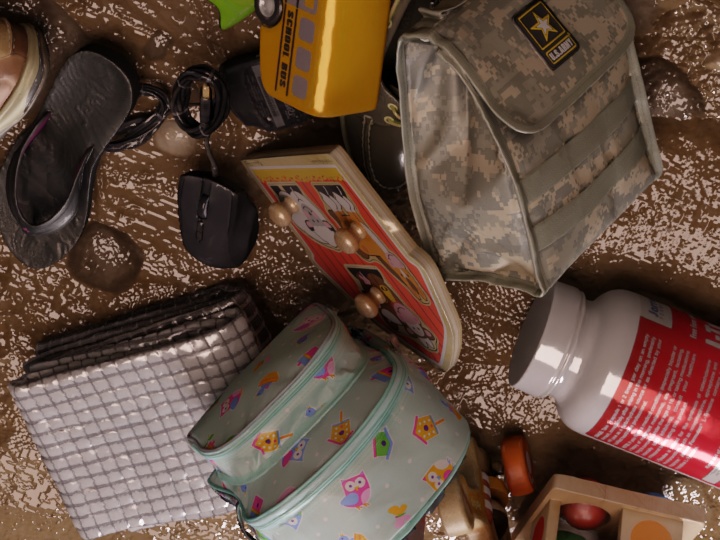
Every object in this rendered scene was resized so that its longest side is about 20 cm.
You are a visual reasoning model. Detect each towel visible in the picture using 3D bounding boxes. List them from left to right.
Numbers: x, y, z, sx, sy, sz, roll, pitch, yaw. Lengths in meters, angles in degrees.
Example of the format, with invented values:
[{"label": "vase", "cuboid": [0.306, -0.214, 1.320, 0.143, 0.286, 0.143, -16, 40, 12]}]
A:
[{"label": "towel", "cuboid": [-0.149, 0.110, 1.801, 0.199, 0.086, 0.166, -16, 119, 12]}]

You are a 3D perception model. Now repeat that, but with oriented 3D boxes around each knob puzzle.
[{"label": "knob puzzle", "cuboid": [0.000, 0.000, 1.668, 0.030, 0.219, 0.220, -43, 114, -17]}]

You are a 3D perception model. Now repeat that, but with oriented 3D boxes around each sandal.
[{"label": "sandal", "cuboid": [-0.224, -0.078, 1.706, 0.075, 0.048, 0.201, 31, 125, 4]}]

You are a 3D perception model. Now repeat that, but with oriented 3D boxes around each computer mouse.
[{"label": "computer mouse", "cuboid": [-0.110, -0.068, 1.674, 0.058, 0.034, 0.200, 21, 143, 22]}, {"label": "computer mouse", "cuboid": [-0.105, -0.125, 1.691, 0.199, 0.034, 0.059, -11, 117, 19]}]

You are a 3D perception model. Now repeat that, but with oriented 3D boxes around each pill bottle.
[{"label": "pill bottle", "cuboid": [0.216, 0.082, 1.730, 0.199, 0.112, 0.113, 22, 120, -8]}]

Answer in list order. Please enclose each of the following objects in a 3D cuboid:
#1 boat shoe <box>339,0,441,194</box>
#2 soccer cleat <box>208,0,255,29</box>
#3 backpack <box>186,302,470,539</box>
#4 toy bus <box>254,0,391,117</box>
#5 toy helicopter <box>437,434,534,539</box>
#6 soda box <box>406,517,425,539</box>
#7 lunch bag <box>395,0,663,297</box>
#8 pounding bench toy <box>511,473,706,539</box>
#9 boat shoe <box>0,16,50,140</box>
[{"label": "boat shoe", "cuboid": [0.031, -0.136, 1.642, 0.072, 0.060, 0.202, -2, 123, -18]}, {"label": "soccer cleat", "cuboid": [-0.149, -0.236, 1.608, 0.200, 0.068, 0.081, 34, 130, -15]}, {"label": "backpack", "cuboid": [-0.021, 0.124, 1.662, 0.176, 0.200, 0.153, -45, 113, -5]}, {"label": "toy bus", "cuboid": [-0.020, -0.211, 1.575, 0.065, 0.078, 0.201, -11, 118, -40]}, {"label": "toy helicopter", "cuboid": [0.084, 0.188, 1.752, 0.079, 0.200, 0.133, -11, 79, 11]}, {"label": "soda box", "cuboid": [0.004, 0.210, 1.774, 0.063, 0.200, 0.070, -32, 113, 21]}, {"label": "lunch bag", "cuboid": [0.109, -0.113, 1.584, 0.117, 0.164, 0.201, 9, 127, 38]}, {"label": "pounding bench toy", "cuboid": [0.174, 0.265, 1.828, 0.124, 0.157, 0.200, 14, 149, -7]}, {"label": "boat shoe", "cuboid": [-0.300, -0.103, 1.684, 0.074, 0.076, 0.200, 19, 115, -37]}]
